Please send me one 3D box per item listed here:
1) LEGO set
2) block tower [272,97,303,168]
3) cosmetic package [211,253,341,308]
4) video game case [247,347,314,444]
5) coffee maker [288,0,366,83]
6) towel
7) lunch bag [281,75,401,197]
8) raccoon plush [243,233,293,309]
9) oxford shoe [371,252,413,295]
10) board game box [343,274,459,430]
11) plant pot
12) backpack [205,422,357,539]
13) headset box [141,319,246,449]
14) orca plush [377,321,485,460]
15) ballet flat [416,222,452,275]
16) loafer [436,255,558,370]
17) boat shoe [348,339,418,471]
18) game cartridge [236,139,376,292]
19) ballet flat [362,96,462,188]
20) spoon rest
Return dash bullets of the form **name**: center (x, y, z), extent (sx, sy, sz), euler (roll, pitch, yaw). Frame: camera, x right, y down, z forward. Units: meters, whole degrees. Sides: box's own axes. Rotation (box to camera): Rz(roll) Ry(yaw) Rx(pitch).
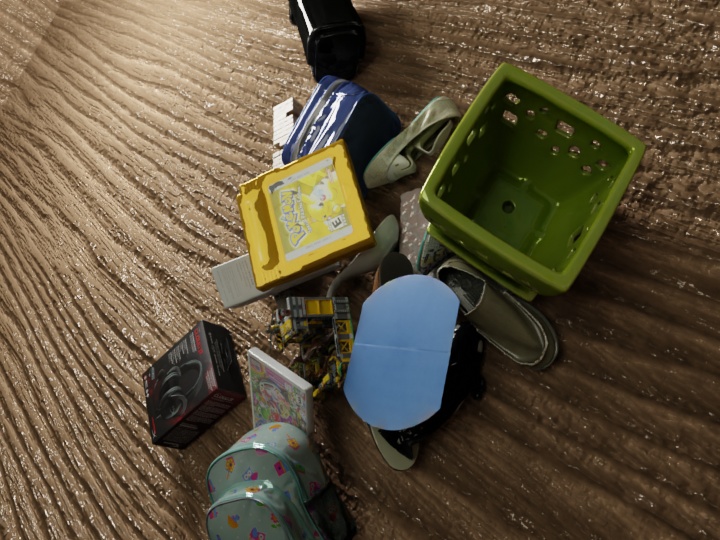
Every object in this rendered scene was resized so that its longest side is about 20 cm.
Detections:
- **LEGO set**: center (-0.089, 0.121, 0.916), extent (0.199, 0.113, 0.159), euler (-27, 64, 60)
- **block tower**: center (-0.134, -0.232, 1.196), extent (0.057, 0.054, 0.206), euler (-17, 62, 31)
- **cosmetic package**: center (-0.134, -0.005, 1.014), extent (0.195, 0.102, 0.076), euler (-23, 88, 1)
- **video game case**: center (-0.119, 0.233, 0.930), extent (0.141, 0.018, 0.206), euler (23, 122, 41)
- **coffee maker**: center (-0.075, -0.489, 1.173), extent (0.132, 0.193, 0.204), euler (-24, 58, 6)
- **towel**: center (0.142, -0.050, 0.923), extent (0.195, 0.032, 0.197), euler (-10, 65, 33)
- **lunch bag**: center (-0.042, -0.218, 1.064), extent (0.131, 0.135, 0.203), euler (33, 92, 39)
- **raccoon plush**: center (-0.118, -0.043, 1.109), extent (0.132, 0.097, 0.204), euler (-28, 86, 7)
- **oxford shoe**: center (0.040, 0.082, 0.892), extent (0.071, 0.069, 0.206), euler (129, 152, -67)
- **board game box**: center (0.060, 0.108, 0.806), extent (0.155, 0.039, 0.206), euler (-2, 66, 40)
- **plant pot**: center (0.194, -0.090, 0.761), extent (0.196, 0.182, 0.203), euler (33, 82, 10)
- **backpack**: center (-0.123, 0.322, 0.842), extent (0.173, 0.152, 0.205), euler (-24, 85, 27)
- **headset box**: center (-0.300, 0.203, 1.121), extent (0.199, 0.077, 0.151), euler (-40, 52, 19)
- **orca plush**: center (0.097, 0.146, 0.816), extent (0.199, 0.071, 0.105), euler (-41, 63, -6)
- **ballet flat**: center (0.138, -0.087, 0.880), extent (0.071, 0.071, 0.206), euler (11, 80, 39)
- **loafer**: center (0.169, 0.056, 0.808), extent (0.199, 0.069, 0.076), euler (41, 114, 29)
- **boat shoe**: center (0.028, 0.193, 0.886), extent (0.063, 0.069, 0.204), euler (112, 142, -51)
- **game cartridge**: center (-0.089, -0.085, 0.943), extent (0.195, 0.032, 0.181), euler (-21, 70, 10)
- **ballet flat**: center (0.084, -0.199, 1.010), extent (0.200, 0.067, 0.063), euler (-46, 60, 13)
- **spoon rest**: center (0.000, 0.000, 0.972), extent (0.060, 0.099, 0.204), euler (29, 97, 10)
